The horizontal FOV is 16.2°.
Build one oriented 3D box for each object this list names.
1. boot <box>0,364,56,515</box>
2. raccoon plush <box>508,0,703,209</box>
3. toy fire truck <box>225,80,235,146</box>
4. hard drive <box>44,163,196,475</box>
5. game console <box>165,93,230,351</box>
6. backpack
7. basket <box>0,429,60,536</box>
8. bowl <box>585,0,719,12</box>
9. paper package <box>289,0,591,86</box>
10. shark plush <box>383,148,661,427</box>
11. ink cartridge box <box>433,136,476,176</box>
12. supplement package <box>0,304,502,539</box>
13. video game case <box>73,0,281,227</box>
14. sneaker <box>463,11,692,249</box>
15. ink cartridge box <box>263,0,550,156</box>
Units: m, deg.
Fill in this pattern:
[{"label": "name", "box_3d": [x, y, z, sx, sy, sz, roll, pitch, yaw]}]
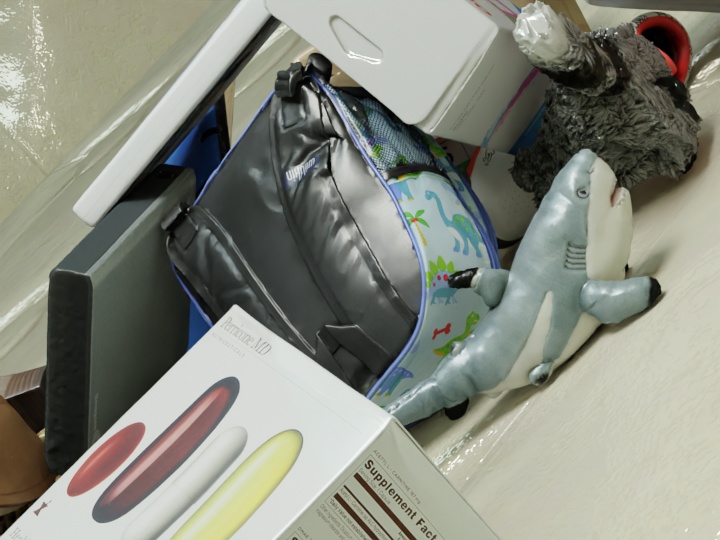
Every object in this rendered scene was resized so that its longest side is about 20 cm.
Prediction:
[{"label": "boot", "box_3d": [-0.267, 0.129, 1.621, 0.146, 0.070, 0.200, -27, 13, 17]}, {"label": "raccoon plush", "box_3d": [0.119, -0.097, 1.592, 0.134, 0.200, 0.097, -35, 42, 26]}, {"label": "toy fire truck", "box_3d": [-0.066, -0.051, 1.905, 0.129, 0.200, 0.176, -46, 14, -11]}, {"label": "hard drive", "box_3d": [-0.154, 0.029, 1.631, 0.200, 0.033, 0.140, -54, -28, -64]}, {"label": "game console", "box_3d": [-0.105, -0.005, 1.842, 0.200, 0.118, 0.171, -50, 34, 36]}, {"label": "backpack", "box_3d": [0.000, 0.000, 1.596, 0.147, 0.200, 0.183, 6, -46, -47]}, {"label": "basket", "box_3d": [-0.161, 0.142, 1.636, 0.143, 0.149, 0.200, -56, 10, 11]}, {"label": "bowl", "box_3d": [0.225, -0.226, 1.684, 0.200, 0.199, 0.075, 138, 133, -74]}, {"label": "paper package", "box_3d": [0.068, -0.167, 1.925, 0.190, 0.104, 0.200, -27, 1, 17]}, {"label": "shark plush", "box_3d": [0.086, 0.022, 1.494, 0.200, 0.083, 0.091, -40, 14, 12]}, {"label": "ink cartridge box", "box_3d": [0.047, -0.067, 1.816, 0.109, 0.051, 0.200, -27, 3, 16]}, {"label": "supplement package", "box_3d": [-0.055, 0.157, 1.252, 0.200, 0.147, 0.191, -45, 30, -9]}, {"label": "video game case", "box_3d": [-0.110, -0.121, 1.697, 0.200, 0.023, 0.182, -49, 3, 10]}, {"label": "sneaker", "box_3d": [0.151, -0.102, 1.728, 0.201, 0.067, 0.108, -49, 12, -33]}, {"label": "ink cartridge box", "box_3d": [0.045, -0.151, 1.623, 0.085, 0.144, 0.200, -55, -18, 12]}]
